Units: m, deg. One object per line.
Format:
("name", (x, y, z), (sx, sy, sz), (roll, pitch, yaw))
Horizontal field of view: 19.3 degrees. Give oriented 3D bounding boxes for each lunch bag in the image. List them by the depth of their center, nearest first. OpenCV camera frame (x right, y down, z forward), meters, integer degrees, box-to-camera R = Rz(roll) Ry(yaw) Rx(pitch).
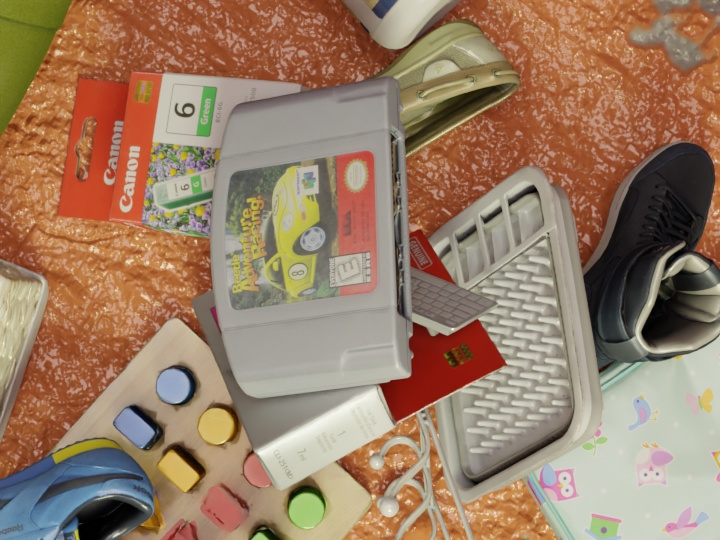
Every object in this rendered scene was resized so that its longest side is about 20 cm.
("lunch bag", (0.218, 0.128, 1.499), (0.199, 0.077, 0.161), (-33, 84, -4))

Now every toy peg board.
("toy peg board", (-0.126, 0.170, 1.480), (0.199, 0.098, 0.200), (42, 86, 1))

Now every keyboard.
("keyboard", (0.000, 0.000, 1.470), (0.199, 0.056, 0.011), (22, 126, 32))

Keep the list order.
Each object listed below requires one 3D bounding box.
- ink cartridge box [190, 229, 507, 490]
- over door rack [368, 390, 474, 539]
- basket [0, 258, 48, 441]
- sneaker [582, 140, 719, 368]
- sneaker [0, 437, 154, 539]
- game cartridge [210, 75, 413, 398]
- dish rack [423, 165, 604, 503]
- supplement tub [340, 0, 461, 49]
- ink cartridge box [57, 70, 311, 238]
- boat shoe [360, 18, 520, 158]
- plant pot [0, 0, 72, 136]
("ink cartridge box", (-0.013, 0.043, 1.445), (0.173, 0.200, 0.044), (-29, 124, -1))
("over door rack", (0.058, 0.197, 1.421), (0.066, 0.148, 0.201), (-27, 61, -11))
("basket", (-0.314, 0.076, 1.469), (0.134, 0.123, 0.202), (18, 87, 1))
("sneaker", (0.219, -0.015, 1.456), (0.077, 0.146, 0.203), (40, 67, -15))
("sneaker", (-0.229, 0.182, 1.397), (0.199, 0.078, 0.066), (-27, 126, -12))
("game cartridge", (-0.033, -0.021, 1.381), (0.132, 0.041, 0.202), (-10, 72, 24))
("dish rack", (0.107, 0.047, 1.454), (0.043, 0.171, 0.202), (7, 64, -30))
("supplement tub", (0.007, -0.272, 1.484), (0.144, 0.144, 0.200), (-42, 89, -3))
("ink cartridge box", (-0.130, -0.081, 1.484), (0.198, 0.050, 0.110), (7, 86, 22))
("boat shoe", (0.020, -0.098, 1.505), (0.200, 0.073, 0.063), (-35, 61, -9))
("plant pot", (-0.314, -0.144, 1.460), (0.199, 0.200, 0.194), (20, 97, 0))
